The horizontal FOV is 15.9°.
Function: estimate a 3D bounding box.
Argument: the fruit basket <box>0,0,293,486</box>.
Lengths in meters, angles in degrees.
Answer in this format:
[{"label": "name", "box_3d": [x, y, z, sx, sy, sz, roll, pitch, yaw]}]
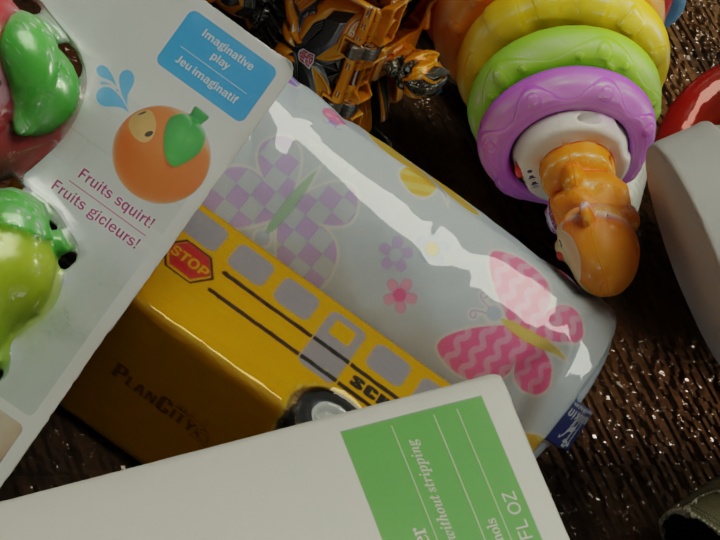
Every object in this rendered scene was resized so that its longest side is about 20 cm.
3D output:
[{"label": "fruit basket", "box_3d": [-0.149, -0.039, 0.823, 0.185, 0.201, 0.094, 36, -5, 0]}]

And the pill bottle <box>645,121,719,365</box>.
[{"label": "pill bottle", "box_3d": [0.211, -0.037, 0.934, 0.199, 0.116, 0.116, -21, 55, -1]}]

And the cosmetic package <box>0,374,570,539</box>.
[{"label": "cosmetic package", "box_3d": [-0.038, 0.116, 0.763, 0.199, 0.085, 0.108, -14, 59, -16]}]

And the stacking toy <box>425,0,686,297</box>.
[{"label": "stacking toy", "box_3d": [0.080, -0.067, 1.007, 0.109, 0.116, 0.201, -12, 49, 8]}]

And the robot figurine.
[{"label": "robot figurine", "box_3d": [-0.052, -0.123, 1.023, 0.200, 0.146, 0.058, 36, 41, 17]}]

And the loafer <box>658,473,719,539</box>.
[{"label": "loafer", "box_3d": [0.168, 0.157, 0.951, 0.069, 0.075, 0.201, -8, 49, -26]}]

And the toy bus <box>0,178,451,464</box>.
[{"label": "toy bus", "box_3d": [-0.045, 0.037, 0.912, 0.199, 0.065, 0.078, 36, 38, 1]}]

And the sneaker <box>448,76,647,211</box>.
[{"label": "sneaker", "box_3d": [0.080, -0.075, 1.131, 0.088, 0.076, 0.201, 9, 41, -7]}]

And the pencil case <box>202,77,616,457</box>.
[{"label": "pencil case", "box_3d": [0.000, 0.000, 0.971, 0.200, 0.091, 0.083, 37, 10, 0]}]

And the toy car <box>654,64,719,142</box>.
[{"label": "toy car", "box_3d": [0.198, -0.041, 1.095, 0.200, 0.149, 0.176, 37, 42, -75]}]
